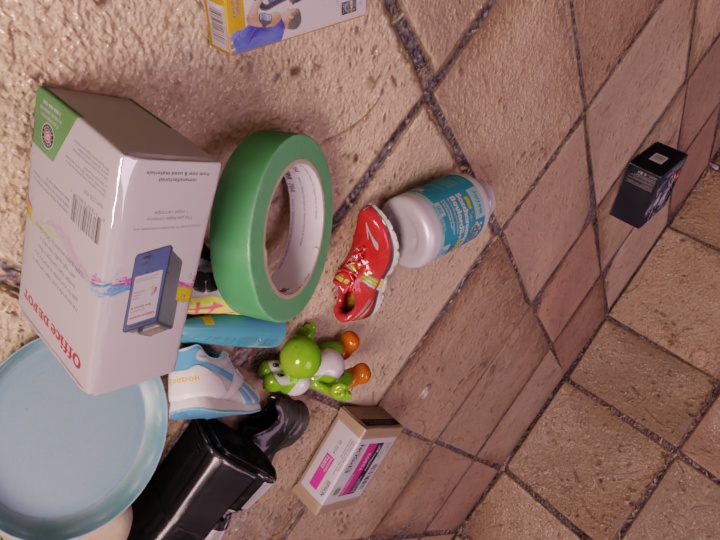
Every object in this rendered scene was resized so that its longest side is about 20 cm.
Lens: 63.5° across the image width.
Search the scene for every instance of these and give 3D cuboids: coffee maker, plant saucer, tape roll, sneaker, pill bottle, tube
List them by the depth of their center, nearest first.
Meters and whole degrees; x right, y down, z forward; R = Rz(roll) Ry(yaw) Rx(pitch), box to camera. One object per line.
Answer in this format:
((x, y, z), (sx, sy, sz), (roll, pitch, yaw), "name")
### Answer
((-0.287, 0.160, 0.579), (0.198, 0.027, 0.205), (6, 82, -50), "plant saucer")
((-0.181, 0.014, 0.635), (0.089, 0.080, 0.200), (-19, 162, 11), "sneaker")
((-0.089, -0.047, 0.636), (0.200, 0.047, 0.205), (9, 90, -72), "tape roll")
((-0.171, 0.071, 0.700), (0.076, 0.051, 0.199), (-19, 166, 30), "tube")
((-0.178, 0.144, 0.736), (0.075, 0.082, 0.200), (-9, 164, 4), "sneaker")
((-0.231, 0.303, 0.757), (0.201, 0.134, 0.192), (-54, 147, -3), "coffee maker")
((0.000, 0.000, 0.854), (0.084, 0.077, 0.203), (-21, 134, -35), "sneaker")
((-0.166, 0.273, 0.891), (0.202, 0.075, 0.091), (-56, 139, -12), "sneaker")
((0.129, -0.087, 0.912), (0.198, 0.110, 0.112), (-27, 138, -38), "pill bottle")

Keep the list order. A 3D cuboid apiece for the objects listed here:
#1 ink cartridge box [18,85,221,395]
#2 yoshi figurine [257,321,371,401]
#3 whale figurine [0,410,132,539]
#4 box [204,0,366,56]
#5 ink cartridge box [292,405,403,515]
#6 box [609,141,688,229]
((-0.208, -0.025, 0.481), (0.087, 0.144, 0.203), (-8, 124, -51), "ink cartridge box")
((-0.060, 0.138, 0.878), (0.198, 0.111, 0.114), (0, 103, -51), "yoshi figurine")
((-0.322, 0.235, 0.632), (0.158, 0.102, 0.205), (-6, 100, -49), "whale figurine")
((-0.057, -0.290, 0.546), (0.198, 0.041, 0.121), (-31, 140, -31), "box")
((-0.022, 0.374, 1.159), (0.202, 0.075, 0.164), (-59, 149, 7), "ink cartridge box")
((0.873, -0.260, 1.763), (0.198, 0.104, 0.185), (-32, 142, -33), "box")
